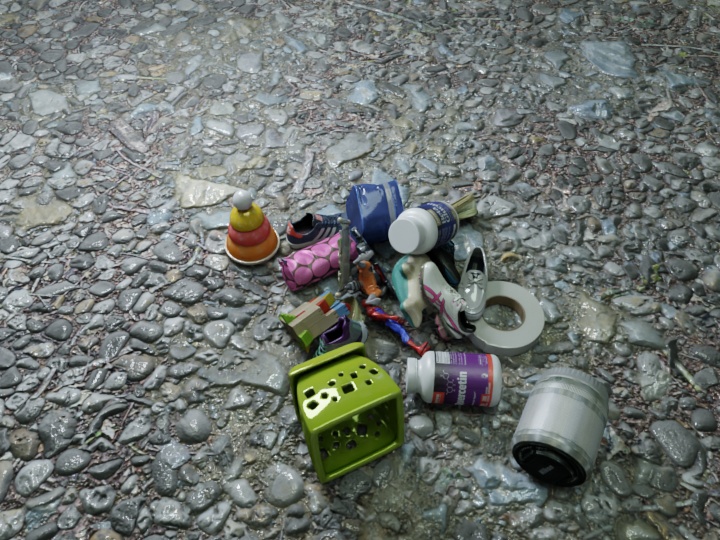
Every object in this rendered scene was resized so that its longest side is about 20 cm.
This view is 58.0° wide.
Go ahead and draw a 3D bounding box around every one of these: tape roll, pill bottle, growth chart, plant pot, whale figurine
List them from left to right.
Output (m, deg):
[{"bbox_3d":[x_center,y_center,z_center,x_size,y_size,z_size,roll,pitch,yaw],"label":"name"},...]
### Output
[{"bbox_3d":[-0.038,0.276,1.325,0.198,0.201,0.182,-21,47,-16],"label":"plant pot"},{"bbox_3d":[-0.041,-0.032,1.563,0.018,0.145,0.201,1,86,9],"label":"growth chart"},{"bbox_3d":[0.120,0.049,1.556,0.103,0.159,0.200,-13,37,29],"label":"whale figurine"},{"bbox_3d":[0.150,-0.100,1.560,0.111,0.111,0.200,30,27,22],"label":"pill bottle"},{"bbox_3d":[0.200,0.234,1.411,0.199,0.113,0.113,2,50,2],"label":"pill bottle"},{"bbox_3d":[0.340,0.113,1.564,0.202,0.037,0.203,1,49,-1],"label":"tape roll"}]

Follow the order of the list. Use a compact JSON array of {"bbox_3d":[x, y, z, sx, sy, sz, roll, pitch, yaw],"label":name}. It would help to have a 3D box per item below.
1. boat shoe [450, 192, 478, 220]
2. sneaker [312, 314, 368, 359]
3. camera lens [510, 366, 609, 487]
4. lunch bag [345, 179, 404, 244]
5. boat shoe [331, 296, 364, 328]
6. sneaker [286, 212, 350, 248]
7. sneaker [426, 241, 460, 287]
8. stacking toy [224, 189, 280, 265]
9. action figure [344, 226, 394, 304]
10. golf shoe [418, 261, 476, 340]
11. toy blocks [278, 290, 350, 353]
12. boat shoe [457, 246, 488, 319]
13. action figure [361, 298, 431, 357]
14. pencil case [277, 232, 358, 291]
[{"bbox_3d":[0.224,-0.158,1.755,0.200,0.063,0.073,-15,7,-16],"label":"boat shoe"},{"bbox_3d":[-0.078,0.174,1.408,0.200,0.087,0.074,-48,42,8],"label":"sneaker"},{"bbox_3d":[0.404,0.317,1.310,0.159,0.160,0.200,22,53,17],"label":"camera lens"},{"bbox_3d":[0.044,-0.144,1.682,0.132,0.200,0.137,-8,81,-11],"label":"lunch bag"},{"bbox_3d":[-0.020,0.151,1.509,0.073,0.063,0.201,-32,40,24],"label":"boat shoe"},{"bbox_3d":[-0.103,-0.124,1.729,0.199,0.085,0.075,-22,53,-18],"label":"sneaker"},{"bbox_3d":[0.216,-0.044,1.671,0.082,0.073,0.200,-17,52,-14],"label":"sneaker"},{"bbox_3d":[-0.284,-0.125,1.653,0.145,0.200,0.147,1,50,-1],"label":"stacking toy"},{"bbox_3d":[0.000,0.000,1.570,0.104,0.193,0.201,-30,89,0],"label":"action figure"},{"bbox_3d":[0.202,0.065,1.498,0.092,0.201,0.073,-14,20,35],"label":"golf shoe"},{"bbox_3d":[-0.101,0.102,1.485,0.136,0.200,0.100,-35,101,-13],"label":"toy blocks"},{"bbox_3d":[0.271,0.025,1.571,0.073,0.066,0.201,4,49,4],"label":"boat shoe"},{"bbox_3d":[0.079,0.127,1.533,0.200,0.065,0.052,34,88,24],"label":"action figure"},{"bbox_3d":[-0.106,-0.030,1.650,0.199,0.091,0.094,-24,54,-23],"label":"pencil case"}]
